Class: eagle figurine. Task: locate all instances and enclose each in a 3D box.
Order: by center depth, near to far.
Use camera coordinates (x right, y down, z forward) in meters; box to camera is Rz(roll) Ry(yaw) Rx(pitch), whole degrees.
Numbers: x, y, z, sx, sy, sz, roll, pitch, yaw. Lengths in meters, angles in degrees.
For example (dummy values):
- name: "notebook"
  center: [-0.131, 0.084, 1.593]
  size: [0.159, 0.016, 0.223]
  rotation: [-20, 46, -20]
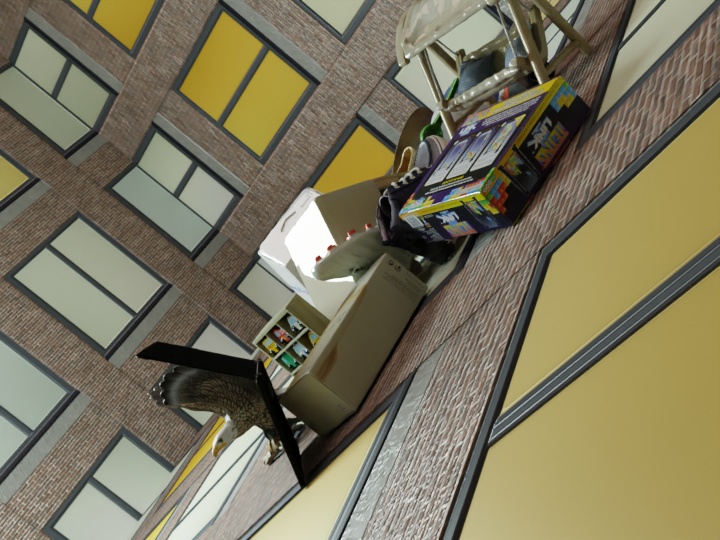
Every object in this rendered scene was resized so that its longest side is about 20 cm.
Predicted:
- name: "eagle figurine"
  center: [-0.177, 0.182, 1.301]
  size: [0.152, 0.199, 0.151]
  rotation: [-50, 5, 21]

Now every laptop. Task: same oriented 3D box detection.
- name: "laptop"
  center: [-0.154, 0.158, 1.096]
  size: [0.114, 0.203, 0.187]
  rotation: [-23, 3, -5]

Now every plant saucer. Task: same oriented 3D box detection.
- name: "plant saucer"
  center: [0.108, -0.168, 1.594]
  size: [0.200, 0.035, 0.204]
  rotation: [-39, -46, -55]

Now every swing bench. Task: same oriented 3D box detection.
- name: "swing bench"
  center: [0.164, -0.308, 1.284]
  size: [0.130, 0.201, 0.198]
  rotation: [-44, 12, -36]

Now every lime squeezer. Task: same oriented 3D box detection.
- name: "lime squeezer"
  center: [0.115, -0.180, 1.393]
  size: [0.070, 0.038, 0.203]
  rotation: [-13, 57, 39]

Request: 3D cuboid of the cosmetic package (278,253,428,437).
- name: "cosmetic package"
  center: [-0.007, 0.087, 1.132]
  size: [0.201, 0.071, 0.105]
  rotation: [-56, 6, -38]

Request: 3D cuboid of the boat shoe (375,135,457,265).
- name: "boat shoe"
  center: [0.068, -0.105, 1.221]
  size: [0.075, 0.091, 0.202]
  rotation: [122, 154, -44]

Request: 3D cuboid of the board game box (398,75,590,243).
- name: "board game box"
  center: [0.145, -0.118, 1.072]
  size: [0.166, 0.057, 0.199]
  rotation: [-53, 16, -17]

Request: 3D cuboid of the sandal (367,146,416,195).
- name: "sandal"
  center: [0.077, -0.159, 1.477]
  size: [0.209, 0.071, 0.077]
  rotation: [-13, -15, -35]

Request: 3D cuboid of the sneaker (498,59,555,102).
- name: "sneaker"
  center: [0.253, -0.287, 1.449]
  size: [0.200, 0.080, 0.079]
  rotation: [24, -104, -76]

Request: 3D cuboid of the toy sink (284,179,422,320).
- name: "toy sink"
  center: [0.000, 0.000, 1.322]
  size: [0.111, 0.202, 0.130]
  rotation: [-20, -15, -31]

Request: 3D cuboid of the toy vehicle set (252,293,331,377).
- name: "toy vehicle set"
  center: [-0.073, 0.106, 1.309]
  size: [0.027, 0.124, 0.200]
  rotation: [-53, 4, -25]

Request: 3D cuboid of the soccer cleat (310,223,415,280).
- name: "soccer cleat"
  center: [0.024, -0.022, 1.228]
  size: [0.198, 0.078, 0.069]
  rotation: [-26, -6, -36]

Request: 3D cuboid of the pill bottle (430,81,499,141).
- name: "pill bottle"
  center: [0.171, -0.236, 1.521]
  size: [0.112, 0.112, 0.200]
  rotation: [-49, 6, 29]

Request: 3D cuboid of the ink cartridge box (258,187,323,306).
- name: "ink cartridge box"
  center: [-0.061, -0.021, 1.654]
  size: [0.083, 0.200, 0.146]
  rotation: [26, 74, 44]
